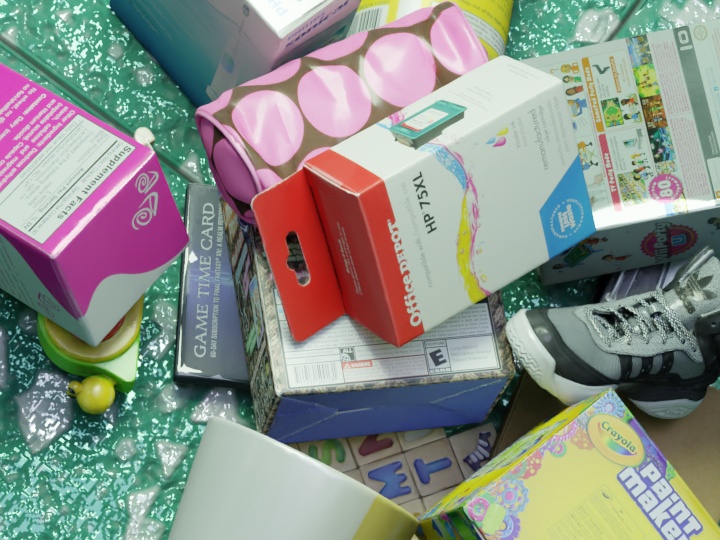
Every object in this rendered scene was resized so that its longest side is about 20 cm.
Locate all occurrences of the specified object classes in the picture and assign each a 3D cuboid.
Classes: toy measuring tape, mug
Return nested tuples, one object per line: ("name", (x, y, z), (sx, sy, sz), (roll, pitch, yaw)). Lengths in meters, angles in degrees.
("toy measuring tape", (-0.177, -0.002, 1.690), (0.073, 0.074, 0.201), (6, 70, -8))
("mug", (-0.046, 0.200, 1.601), (0.186, 0.149, 0.154), (24, 80, 18))

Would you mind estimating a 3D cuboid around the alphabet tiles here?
("alphabet tiles", (0.025, 0.158, 1.704), (0.167, 0.008, 0.201), (-17, 76, -16))

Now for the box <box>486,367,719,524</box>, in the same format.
("box", (0.165, 0.148, 1.722), (0.163, 0.021, 0.201), (25, 66, -4))

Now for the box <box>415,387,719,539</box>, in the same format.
("box", (0.149, 0.197, 1.583), (0.122, 0.193, 0.200), (-37, 89, -13))

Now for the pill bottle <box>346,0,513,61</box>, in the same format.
("pill bottle", (0.053, -0.204, 1.778), (0.114, 0.114, 0.201), (13, 70, -6))

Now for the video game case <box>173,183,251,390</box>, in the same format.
("video game case", (-0.024, 0.017, 1.733), (0.199, 0.019, 0.143), (5, 66, -8))

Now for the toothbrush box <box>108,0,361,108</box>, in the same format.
("toothbrush box", (-0.084, -0.188, 1.701), (0.085, 0.200, 0.147), (-38, 81, -19))

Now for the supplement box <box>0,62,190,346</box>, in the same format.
("supplement box", (-0.222, -0.054, 1.641), (0.200, 0.101, 0.103), (31, 66, 29))

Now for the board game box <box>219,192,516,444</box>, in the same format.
("board game box", (0.000, 0.000, 1.682), (0.159, 0.097, 0.201), (-4, 68, -13))

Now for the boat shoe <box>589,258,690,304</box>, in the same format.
("boat shoe", (0.203, -0.045, 1.778), (0.068, 0.072, 0.201), (19, 76, -5))

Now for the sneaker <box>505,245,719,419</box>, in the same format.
("sneaker", (0.184, 0.033, 1.651), (0.200, 0.114, 0.076), (13, 39, -48))

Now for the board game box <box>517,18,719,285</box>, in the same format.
("board game box", (0.206, -0.084, 1.725), (0.199, 0.064, 0.148), (-10, 60, 3))

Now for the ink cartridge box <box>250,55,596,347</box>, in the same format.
("ink cartridge box", (0.041, -0.035, 1.581), (0.200, 0.067, 0.117), (-30, 123, -21))

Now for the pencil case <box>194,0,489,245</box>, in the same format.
("pencil case", (-0.003, -0.098, 1.623), (0.200, 0.091, 0.094), (-28, 44, -20))
